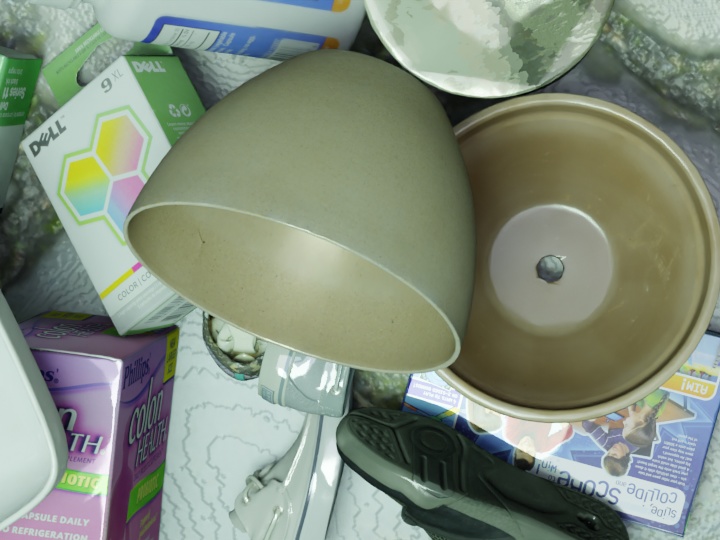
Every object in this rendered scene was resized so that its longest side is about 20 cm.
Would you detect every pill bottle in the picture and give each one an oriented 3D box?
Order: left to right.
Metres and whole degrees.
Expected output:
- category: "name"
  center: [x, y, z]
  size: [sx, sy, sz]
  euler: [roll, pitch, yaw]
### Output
- category: "pill bottle"
  center: [-0.102, -0.193, 1.230]
  size: [0.200, 0.112, 0.112]
  euler: [6, 96, -21]

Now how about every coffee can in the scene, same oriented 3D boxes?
- category: "coffee can"
  center: [0.080, -0.176, 1.204]
  size: [0.146, 0.200, 0.146]
  euler: [1, 96, 6]

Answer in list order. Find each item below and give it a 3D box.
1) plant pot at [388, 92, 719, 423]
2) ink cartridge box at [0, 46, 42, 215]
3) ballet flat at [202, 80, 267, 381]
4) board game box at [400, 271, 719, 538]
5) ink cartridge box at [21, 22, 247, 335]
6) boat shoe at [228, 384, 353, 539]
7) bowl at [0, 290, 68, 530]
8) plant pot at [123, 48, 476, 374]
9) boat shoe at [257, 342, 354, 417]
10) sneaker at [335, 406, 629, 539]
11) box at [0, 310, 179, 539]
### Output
- category: "plant pot"
  center: [0.120, -0.004, 1.238]
  size: [0.201, 0.093, 0.201]
  euler: [0, 84, 5]
- category: "ink cartridge box"
  center: [-0.310, -0.063, 1.312]
  size: [0.147, 0.083, 0.200]
  euler: [16, 97, 5]
- category: "ballet flat"
  center: [-0.068, -0.025, 1.299]
  size: [0.072, 0.072, 0.200]
  euler: [4, 95, 5]
- category: "board game box"
  center: [0.131, 0.083, 1.304]
  size: [0.200, 0.034, 0.135]
  euler: [16, 96, 5]
- category: "ink cartridge box"
  center: [-0.147, -0.071, 1.269]
  size: [0.104, 0.059, 0.200]
  euler: [-35, 76, 31]
- category: "boat shoe"
  center: [-0.054, 0.162, 1.316]
  size: [0.066, 0.072, 0.200]
  euler: [15, 105, 0]
- category: "bowl"
  center: [-0.273, 0.074, 1.155]
  size: [0.200, 0.075, 0.200]
  euler: [-28, 87, 15]
- category: "plant pot"
  center: [-0.017, -0.045, 1.132]
  size: [0.200, 0.200, 0.135]
  euler: [20, 69, 4]
- category: "boat shoe"
  center: [0.000, 0.000, 1.277]
  size: [0.071, 0.070, 0.201]
  euler: [20, 78, 6]
- category: "sneaker"
  center: [0.060, 0.167, 1.276]
  size: [0.199, 0.076, 0.114]
  euler: [26, 121, -10]
- category: "box"
  center: [-0.186, 0.137, 1.271]
  size: [0.097, 0.176, 0.200]
  euler: [6, 95, 5]
